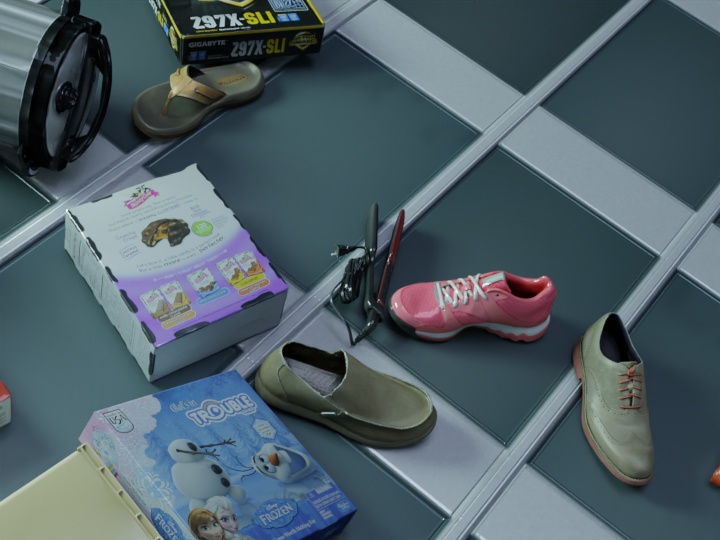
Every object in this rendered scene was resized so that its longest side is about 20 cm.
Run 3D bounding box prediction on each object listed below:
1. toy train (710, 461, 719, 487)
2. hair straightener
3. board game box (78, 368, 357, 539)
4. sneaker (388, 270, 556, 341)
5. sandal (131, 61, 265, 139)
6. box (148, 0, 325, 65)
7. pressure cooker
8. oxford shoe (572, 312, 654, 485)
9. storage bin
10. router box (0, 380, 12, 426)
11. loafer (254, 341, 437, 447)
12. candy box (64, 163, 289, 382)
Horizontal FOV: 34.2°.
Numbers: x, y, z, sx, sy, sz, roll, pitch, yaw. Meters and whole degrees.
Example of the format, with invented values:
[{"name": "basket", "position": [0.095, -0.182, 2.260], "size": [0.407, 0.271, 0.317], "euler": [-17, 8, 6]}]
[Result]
[{"name": "toy train", "position": [0.490, 0.239, 1.291], "size": [0.198, 0.056, 0.151], "euler": [-5, 54, -20]}, {"name": "hair straightener", "position": [0.000, 0.000, 1.359], "size": [0.076, 0.041, 0.201], "euler": [16, 54, -3]}, {"name": "board game box", "position": [-0.130, 0.194, 1.108], "size": [0.199, 0.044, 0.199], "euler": [45, 29, 20]}, {"name": "sneaker", "position": [0.130, 0.028, 1.336], "size": [0.198, 0.087, 0.074], "euler": [1, 51, -15]}, {"name": "sandal", "position": [-0.202, -0.228, 1.466], "size": [0.199, 0.054, 0.080], "euler": [-29, 64, -33]}, {"name": "box", "position": [-0.167, -0.343, 1.559], "size": [0.198, 0.050, 0.160], "euler": [-9, 48, -22]}, {"name": "pressure cooker", "position": [-0.381, -0.214, 1.325], "size": [0.198, 0.176, 0.180], "euler": [17, 53, 2]}, {"name": "oxford shoe", "position": [0.285, 0.139, 1.299], "size": [0.070, 0.075, 0.201], "euler": [0, 53, -17]}, {"name": "storage bin", "position": [-0.259, 0.288, 0.999], "size": [0.199, 0.094, 0.199], "euler": [-33, 67, -28]}, {"name": "router box", "position": [-0.467, 0.115, 1.119], "size": [0.199, 0.049, 0.180], "euler": [-29, 65, -33]}, {"name": "loafer", "position": [-0.012, 0.128, 1.227], "size": [0.198, 0.068, 0.076], "euler": [14, 50, -5]}, {"name": "candy box", "position": [-0.203, -0.003, 1.275], "size": [0.167, 0.072, 0.200], "euler": [-23, 62, -30]}]
